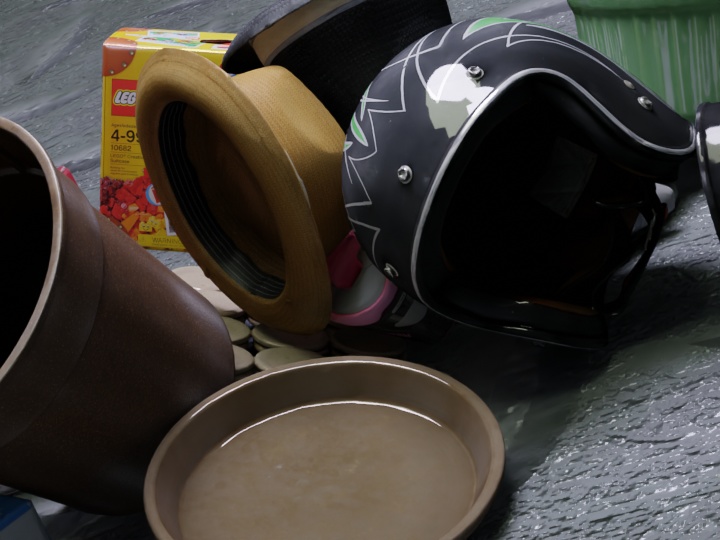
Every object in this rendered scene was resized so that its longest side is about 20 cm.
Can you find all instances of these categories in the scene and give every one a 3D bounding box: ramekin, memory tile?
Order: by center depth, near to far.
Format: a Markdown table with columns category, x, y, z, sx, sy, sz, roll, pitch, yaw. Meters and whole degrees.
| category | x | y | z | sx | sy | sz | roll | pitch | yaw |
| --- | --- | --- | --- | --- | --- | --- | --- | --- | --- |
| memory tile | -0.048 | 0.039 | 1.419 | 0.153 | 0.017 | 0.200 | 4 | 18 | -8 |
| ramekin | 0.243 | -0.160 | 1.506 | 0.199 | 0.098 | 0.200 | -6 | 12 | 1 |

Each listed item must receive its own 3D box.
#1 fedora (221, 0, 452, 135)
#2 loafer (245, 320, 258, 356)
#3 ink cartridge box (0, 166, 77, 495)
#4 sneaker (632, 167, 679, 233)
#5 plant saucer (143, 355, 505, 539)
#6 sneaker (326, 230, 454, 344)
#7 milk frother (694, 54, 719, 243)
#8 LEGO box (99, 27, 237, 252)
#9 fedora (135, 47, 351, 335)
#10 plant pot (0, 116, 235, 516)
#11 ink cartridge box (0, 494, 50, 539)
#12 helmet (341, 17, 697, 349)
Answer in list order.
| category | x | y | z | sx | sy | sz | roll | pitch | yaw |
| --- | --- | --- | --- | --- | --- | --- | --- | --- | --- |
| fedora | 0.008 | -0.139 | 1.415 | 0.200 | 0.092 | 0.201 | -27 | -4 | -2 |
| loafer | -0.104 | 0.074 | 1.424 | 0.072 | 0.063 | 0.200 | 9 | 18 | 5 |
| ink cartridge box | -0.227 | 0.039 | 1.515 | 0.083 | 0.146 | 0.200 | -21 | 20 | 17 |
| sneaker | 0.156 | -0.067 | 1.493 | 0.115 | 0.075 | 0.200 | -22 | 30 | -9 |
| plant saucer | -0.019 | 0.116 | 1.198 | 0.199 | 0.030 | 0.200 | -6 | 35 | 4 |
| sneaker | 0.000 | 0.000 | 1.447 | 0.079 | 0.095 | 0.200 | -63 | 30 | 8 |
| milk frother | 0.287 | -0.036 | 1.207 | 0.187 | 0.180 | 0.201 | -16 | 65 | 21 |
| LEGO box | -0.081 | -0.090 | 1.570 | 0.199 | 0.150 | 0.077 | 3 | 15 | 3 |
| fedora | -0.058 | -0.059 | 1.355 | 0.082 | 0.201 | 0.200 | -34 | 23 | -27 |
| plant pot | -0.188 | 0.043 | 1.257 | 0.200 | 0.198 | 0.201 | -16 | 59 | 28 |
| ink cartridge box | -0.283 | 0.196 | 1.281 | 0.200 | 0.085 | 0.144 | 3 | 32 | 48 |
| helmet | 0.084 | -0.058 | 1.301 | 0.190 | 0.201 | 0.200 | 21 | 24 | -4 |
